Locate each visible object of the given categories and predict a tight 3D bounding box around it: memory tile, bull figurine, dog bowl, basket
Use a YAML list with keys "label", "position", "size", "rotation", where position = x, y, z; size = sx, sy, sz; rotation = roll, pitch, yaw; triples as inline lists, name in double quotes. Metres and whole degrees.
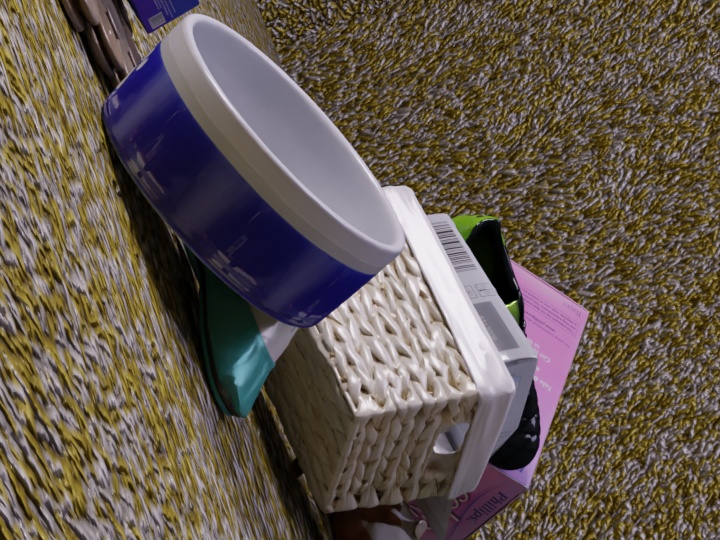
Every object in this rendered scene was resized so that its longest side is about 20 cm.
- label: "memory tile"
  position: [-0.178, -0.179, 1.546]
  size: [0.200, 0.017, 0.154]
  rotation: [67, 3, -59]
- label: "bull figurine"
  position: [0.014, 0.187, 1.744]
  size: [0.121, 0.065, 0.201]
  rotation: [18, -44, 40]
- label: "dog bowl"
  position: [-0.066, -0.062, 1.458]
  size: [0.200, 0.079, 0.200]
  rotation: [45, 14, -15]
- label: "basket"
  position: [0.005, 0.059, 1.658]
  size: [0.200, 0.123, 0.136]
  rotation: [63, -29, 33]

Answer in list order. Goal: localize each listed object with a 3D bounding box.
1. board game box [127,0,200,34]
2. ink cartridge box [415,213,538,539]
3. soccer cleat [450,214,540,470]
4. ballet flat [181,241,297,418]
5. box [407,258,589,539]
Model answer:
- label: "board game box"
  position: [-0.177, -0.264, 1.578]
  size: [0.135, 0.045, 0.200]
  rotation: [58, -4, 19]
- label: "ink cartridge box"
  position: [0.063, 0.084, 1.750]
  size: [0.200, 0.047, 0.160]
  rotation: [101, -32, -43]
- label: "soccer cleat"
  position: [0.100, 0.055, 1.769]
  size: [0.081, 0.067, 0.201]
  rotation: [163, -86, -70]
- label: "ballet flat"
  position: [-0.075, 0.017, 1.521]
  size: [0.200, 0.070, 0.067]
  rotation: [-107, 176, -54]
- label: "box"
  position: [0.082, 0.120, 1.917]
  size: [0.097, 0.176, 0.200]
  rotation: [32, 49, -10]
